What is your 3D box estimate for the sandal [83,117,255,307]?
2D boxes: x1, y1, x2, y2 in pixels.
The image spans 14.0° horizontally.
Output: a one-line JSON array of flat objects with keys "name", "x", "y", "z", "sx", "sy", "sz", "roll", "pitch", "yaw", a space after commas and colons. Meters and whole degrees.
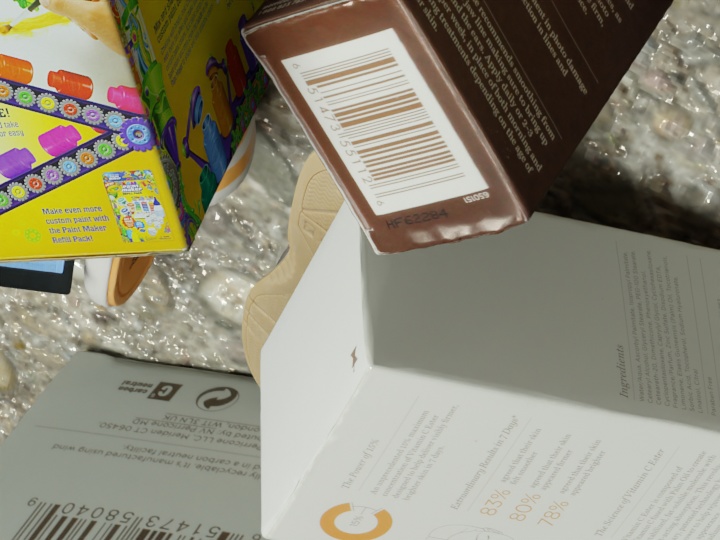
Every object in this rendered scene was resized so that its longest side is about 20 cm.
[{"name": "sandal", "x": -0.074, "y": -0.050, "z": 1.256, "sx": 0.059, "sy": 0.079, "sz": 0.207, "roll": 25, "pitch": 144, "yaw": 9}]

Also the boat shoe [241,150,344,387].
[{"name": "boat shoe", "x": 0.000, "y": 0.000, "z": 1.254, "sx": 0.072, "sy": 0.065, "sz": 0.200, "roll": 42, "pitch": 147, "yaw": 18}]

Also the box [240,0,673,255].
[{"name": "box", "x": 0.049, "y": -0.107, "z": 1.036, "sx": 0.075, "sy": 0.200, "sz": 0.100, "roll": -12, "pitch": 119, "yaw": 40}]

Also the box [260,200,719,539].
[{"name": "box", "x": 0.072, "y": 0.053, "z": 1.176, "sx": 0.199, "sy": 0.098, "sz": 0.125, "roll": 12, "pitch": 140, "yaw": -17}]

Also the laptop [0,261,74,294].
[{"name": "laptop", "x": -0.187, "y": -0.096, "z": 1.208, "sx": 0.177, "sy": 0.104, "sz": 0.200, "roll": 7, "pitch": 145, "yaw": -14}]

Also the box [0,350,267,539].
[{"name": "box", "x": -0.075, "y": 0.168, "z": 1.348, "sx": 0.198, "sy": 0.200, "sz": 0.172, "roll": 6, "pitch": 128, "yaw": 26}]

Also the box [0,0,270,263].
[{"name": "box", "x": -0.109, "y": -0.138, "z": 1.000, "sx": 0.122, "sy": 0.200, "sz": 0.193, "roll": -2, "pitch": 125, "yaw": 18}]
